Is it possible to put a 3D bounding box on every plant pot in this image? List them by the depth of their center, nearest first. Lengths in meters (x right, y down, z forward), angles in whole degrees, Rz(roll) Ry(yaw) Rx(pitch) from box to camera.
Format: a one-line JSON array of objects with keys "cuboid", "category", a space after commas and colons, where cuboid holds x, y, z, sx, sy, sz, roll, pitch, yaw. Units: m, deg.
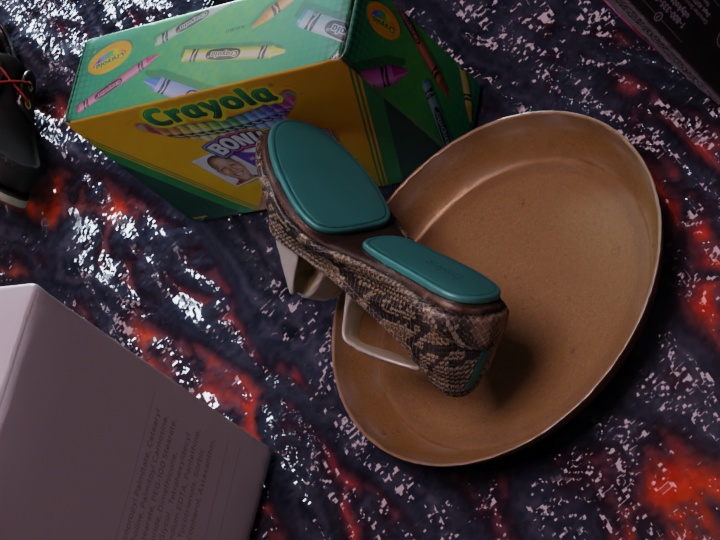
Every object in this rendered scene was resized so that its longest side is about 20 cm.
[{"cuboid": [0.073, 0.012, 1.294, 0.199, 0.027, 0.201, -22, 51, 30], "category": "plant pot"}]

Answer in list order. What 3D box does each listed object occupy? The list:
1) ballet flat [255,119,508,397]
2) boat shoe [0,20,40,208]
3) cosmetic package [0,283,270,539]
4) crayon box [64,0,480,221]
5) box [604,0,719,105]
[{"cuboid": [0.000, 0.000, 1.297, 0.200, 0.068, 0.076, 42, 127, 41], "category": "ballet flat"}, {"cuboid": [-0.242, -0.112, 1.612, 0.063, 0.073, 0.202, -49, 38, 15], "category": "boat shoe"}, {"cuboid": [-0.181, 0.128, 1.307, 0.167, 0.200, 0.167, -4, 60, 38], "category": "cosmetic package"}, {"cuboid": [-0.049, -0.092, 1.400, 0.199, 0.119, 0.059, -10, 57, 37], "category": "crayon box"}, {"cuboid": [0.150, -0.193, 1.235, 0.132, 0.200, 0.115, -45, 41, 6], "category": "box"}]
